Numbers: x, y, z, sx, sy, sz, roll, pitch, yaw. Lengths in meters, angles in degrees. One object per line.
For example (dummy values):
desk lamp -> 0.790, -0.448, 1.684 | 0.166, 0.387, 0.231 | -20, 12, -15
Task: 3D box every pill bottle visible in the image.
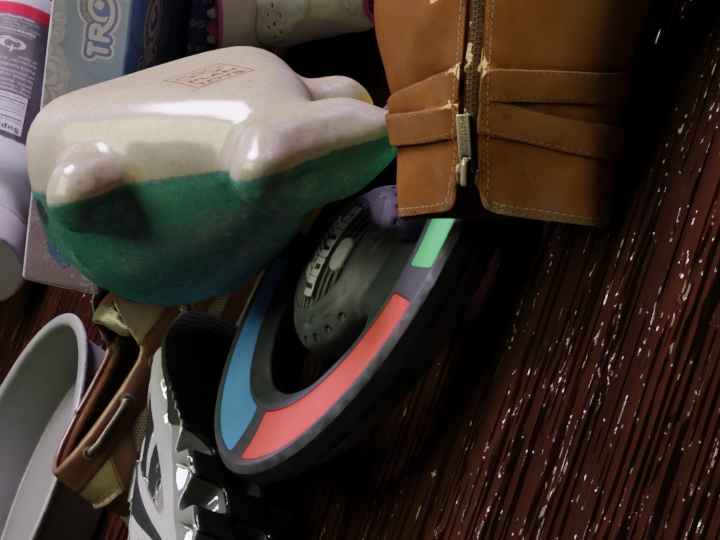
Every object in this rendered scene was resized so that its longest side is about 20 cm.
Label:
pill bottle -> -0.243, -0.079, 1.833 | 0.111, 0.110, 0.200 | -47, 27, 44

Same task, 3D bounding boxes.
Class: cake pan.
cake pan -> -0.183, 0.123, 1.562 | 0.200, 0.037, 0.201 | -52, 25, 36

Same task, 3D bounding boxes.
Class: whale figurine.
whale figurine -> -0.058, -0.034, 1.200 | 0.200, 0.159, 0.104 | 8, 113, 56

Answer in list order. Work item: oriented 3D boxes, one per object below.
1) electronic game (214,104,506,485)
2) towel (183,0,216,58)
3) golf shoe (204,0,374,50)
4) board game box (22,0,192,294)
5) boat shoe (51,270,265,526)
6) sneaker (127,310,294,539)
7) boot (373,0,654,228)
electronic game -> 0.000, 0.000, 1.184 | 0.200, 0.042, 0.200 | -49, 21, 25
towel -> -0.068, -0.154, 1.439 | 0.145, 0.024, 0.201 | -30, -50, -79
golf shoe -> -0.015, -0.154, 1.398 | 0.200, 0.091, 0.076 | -64, -27, -62
board game box -> -0.110, -0.118, 1.392 | 0.199, 0.043, 0.201 | -62, -17, -65
boat shoe -> -0.094, 0.025, 1.386 | 0.076, 0.072, 0.201 | -12, 57, 66
sneaker -> -0.075, 0.101, 1.251 | 0.089, 0.074, 0.200 | -52, 24, 31
boot -> 0.090, -0.093, 1.044 | 0.200, 0.074, 0.155 | -3, 84, 43
